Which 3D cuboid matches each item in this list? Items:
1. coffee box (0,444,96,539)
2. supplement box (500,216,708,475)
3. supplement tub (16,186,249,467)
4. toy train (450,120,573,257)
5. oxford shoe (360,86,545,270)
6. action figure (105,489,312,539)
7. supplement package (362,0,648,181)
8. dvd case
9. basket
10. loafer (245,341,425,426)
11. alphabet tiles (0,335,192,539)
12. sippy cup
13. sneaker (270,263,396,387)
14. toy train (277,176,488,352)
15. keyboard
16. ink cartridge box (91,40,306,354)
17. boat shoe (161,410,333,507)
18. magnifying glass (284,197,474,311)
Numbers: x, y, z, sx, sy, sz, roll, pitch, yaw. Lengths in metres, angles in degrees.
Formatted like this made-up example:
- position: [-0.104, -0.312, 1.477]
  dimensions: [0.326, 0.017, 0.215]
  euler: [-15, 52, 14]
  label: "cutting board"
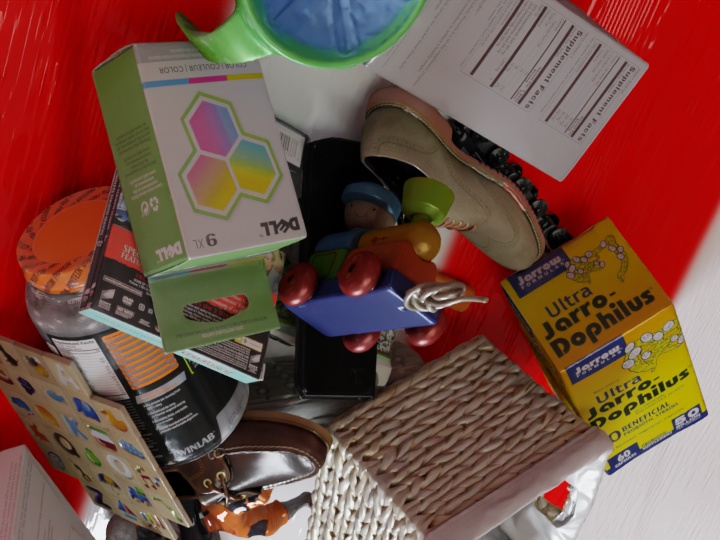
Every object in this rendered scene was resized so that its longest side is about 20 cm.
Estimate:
- position: [-0.312, 0.296, 1.088]
  dimensions: [0.197, 0.200, 0.200]
  euler: [-17, 129, 10]
  label: "coffee box"
- position: [0.213, 0.069, 1.203]
  dimensions: [0.109, 0.110, 0.200]
  euler: [-31, 141, 1]
  label: "supplement box"
- position: [-0.170, 0.043, 1.047]
  dimensions: [0.122, 0.123, 0.200]
  euler: [-25, 128, -5]
  label: "supplement tub"
- position: [0.127, -0.055, 1.156]
  dimensions: [0.046, 0.034, 0.200]
  euler: [-36, 128, 9]
  label: "toy train"
- position: [0.067, -0.052, 1.088]
  dimensions: [0.200, 0.074, 0.071]
  euler: [40, 141, -26]
  label: "oxford shoe"
- position: [-0.130, 0.216, 1.223]
  dimensions: [0.193, 0.105, 0.200]
  euler: [-14, 157, -6]
  label: "action figure"
- position: [0.089, -0.169, 1.012]
  dimensions: [0.200, 0.114, 0.110]
  euler: [26, 109, -33]
  label: "supplement package"
- position: [-0.112, -0.037, 0.992]
  dimensions: [0.146, 0.201, 0.022]
  euler: [26, 154, -34]
  label: "dvd case"
- position: [0.073, 0.197, 1.170]
  dimensions: [0.200, 0.161, 0.199]
  euler: [-29, 146, -32]
  label: "basket"
- position: [-0.038, 0.113, 1.182]
  dimensions: [0.199, 0.070, 0.070]
  euler: [-8, 117, -18]
  label: "loafer"
- position: [-0.212, 0.130, 1.077]
  dimensions: [0.006, 0.166, 0.200]
  euler: [-48, 134, -31]
  label: "alphabet tiles"
- position: [-0.036, -0.215, 0.914]
  dimensions: [0.177, 0.130, 0.140]
  euler: [-10, 118, -20]
  label: "sippy cup"
- position: [-0.046, 0.017, 1.107]
  dimensions: [0.200, 0.077, 0.089]
  euler: [29, 84, -28]
  label: "sneaker"
- position: [0.038, -0.015, 0.978]
  dimensions: [0.085, 0.200, 0.116]
  euler: [37, 62, -30]
  label: "toy train"
- position: [0.000, 0.000, 1.085]
  dimensions: [0.127, 0.021, 0.201]
  euler: [6, 86, -39]
  label: "keyboard"
- position: [-0.102, -0.054, 0.950]
  dimensions: [0.104, 0.059, 0.201]
  euler: [-12, 86, -43]
  label: "ink cartridge box"
- position: [-0.113, 0.158, 1.114]
  dimensions: [0.199, 0.070, 0.070]
  euler: [-10, 132, 34]
  label: "boat shoe"
- position: [0.013, -0.007, 1.154]
  dimensions: [0.199, 0.022, 0.080]
  euler: [22, 113, -30]
  label: "magnifying glass"
